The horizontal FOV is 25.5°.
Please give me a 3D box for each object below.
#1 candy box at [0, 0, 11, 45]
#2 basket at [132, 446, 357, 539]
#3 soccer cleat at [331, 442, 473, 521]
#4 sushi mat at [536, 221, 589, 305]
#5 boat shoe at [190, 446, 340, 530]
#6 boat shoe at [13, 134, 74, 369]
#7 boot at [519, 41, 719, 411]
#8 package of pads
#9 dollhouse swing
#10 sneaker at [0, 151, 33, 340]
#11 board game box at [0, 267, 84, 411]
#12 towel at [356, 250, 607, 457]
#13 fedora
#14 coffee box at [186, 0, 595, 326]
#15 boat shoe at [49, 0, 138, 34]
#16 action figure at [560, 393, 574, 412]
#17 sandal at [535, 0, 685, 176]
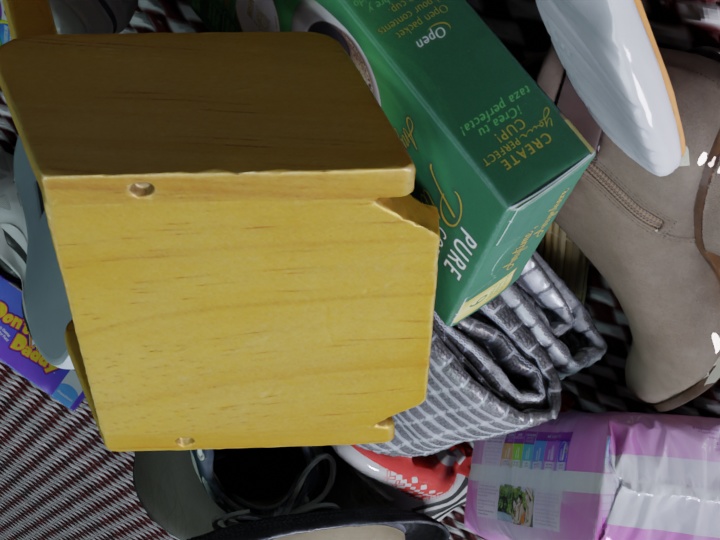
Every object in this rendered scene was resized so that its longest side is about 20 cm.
[{"bbox_3d":[-0.180,-0.156,0.815,0.102,0.026,0.200,30,157,-2],"label":"candy box"},{"bbox_3d":[-0.068,0.068,0.968,0.180,0.136,0.200,-5,144,2],"label":"basket"},{"bbox_3d":[0.022,0.123,0.940,0.069,0.085,0.200,44,-172,21],"label":"soccer cleat"},{"bbox_3d":[0.067,-0.031,0.758,0.096,0.012,0.200,27,155,18],"label":"sushi mat"},{"bbox_3d":[-0.053,0.106,0.869,0.200,0.075,0.062,78,169,-52],"label":"boat shoe"},{"bbox_3d":[-0.124,-0.020,0.835,0.091,0.200,0.071,15,124,-27],"label":"boat shoe"},{"bbox_3d":[0.108,-0.023,0.652,0.146,0.070,0.200,32,148,-2],"label":"boot"},{"bbox_3d":[0.137,0.111,0.789,0.120,0.076,0.200,11,172,-12],"label":"package of pads"},{"bbox_3d":[-0.065,-0.048,0.667,0.181,0.176,0.200,-2,145,-2],"label":"dollhouse swing"},{"bbox_3d":[-0.176,-0.038,0.996,0.076,0.115,0.201,18,-154,-45],"label":"sneaker"},{"bbox_3d":[-0.231,0.021,1.094,0.134,0.045,0.200,37,-178,-9],"label":"board game box"},{"bbox_3d":[0.000,0.000,0.769,0.200,0.086,0.166,48,156,-6],"label":"towel"},{"bbox_3d":[-0.032,0.197,0.886,0.200,0.092,0.201,-10,160,-4],"label":"fedora"},{"bbox_3d":[0.000,-0.083,0.620,0.200,0.044,0.123,52,159,14],"label":"coffee box"},{"bbox_3d":[-0.195,-0.153,0.710,0.200,0.067,0.074,35,156,-22],"label":"boat shoe"},{"bbox_3d":[0.093,0.092,0.920,0.200,0.052,0.065,39,151,-2],"label":"action figure"},{"bbox_3d":[0.075,-0.127,0.504,0.207,0.059,0.079,62,173,-32],"label":"sandal"}]
